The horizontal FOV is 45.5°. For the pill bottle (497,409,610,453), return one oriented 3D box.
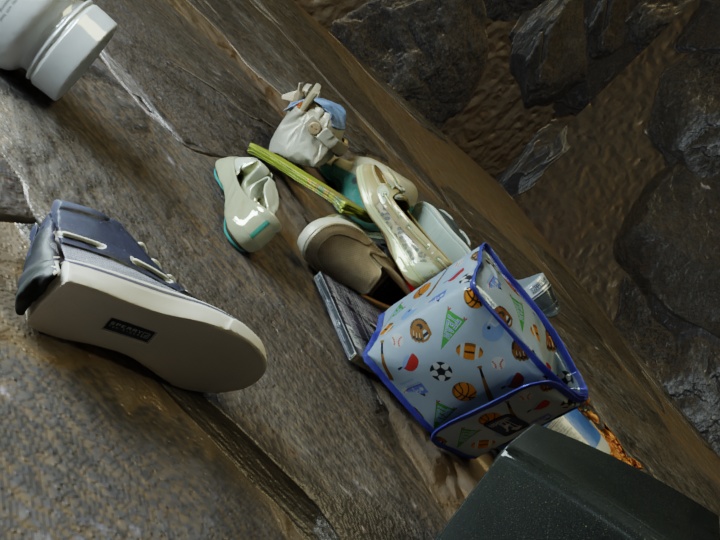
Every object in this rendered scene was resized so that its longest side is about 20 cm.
[{"bbox_3d":[0.247,0.225,1.102,0.200,0.112,0.112,47,15,3],"label":"pill bottle"}]

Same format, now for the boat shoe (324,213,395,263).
[{"bbox_3d":[0.015,-0.017,1.188,0.200,0.072,0.066,21,34,-47],"label":"boat shoe"}]

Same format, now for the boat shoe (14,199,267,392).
[{"bbox_3d":[-0.153,0.017,0.630,0.199,0.074,0.093,32,28,-41],"label":"boat shoe"}]

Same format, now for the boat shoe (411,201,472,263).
[{"bbox_3d":[0.150,-0.030,1.385,0.060,0.076,0.201,8,48,-50],"label":"boat shoe"}]

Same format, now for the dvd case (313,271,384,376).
[{"bbox_3d":[0.033,0.092,1.048,0.199,0.016,0.149,33,20,-39],"label":"dvd case"}]

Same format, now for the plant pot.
[{"bbox_3d":[0.165,0.243,0.720,0.177,0.200,0.200,39,13,19],"label":"plant pot"}]

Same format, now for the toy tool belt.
[{"bbox_3d":[-0.068,-0.238,1.351,0.124,0.124,0.200,18,17,2],"label":"toy tool belt"}]

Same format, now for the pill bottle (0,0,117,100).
[{"bbox_3d":[-0.330,-0.259,0.785,0.200,0.113,0.114,41,16,-17],"label":"pill bottle"}]

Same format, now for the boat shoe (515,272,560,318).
[{"bbox_3d":[0.236,0.052,1.260,0.068,0.073,0.199,54,-19,-1],"label":"boat shoe"}]

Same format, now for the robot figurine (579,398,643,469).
[{"bbox_3d":[0.389,0.271,1.460,0.201,0.058,0.145,55,17,27],"label":"robot figurine"}]

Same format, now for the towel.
[{"bbox_3d":[-0.070,-0.121,1.199,0.199,0.018,0.086,34,7,32],"label":"towel"}]

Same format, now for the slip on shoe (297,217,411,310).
[{"bbox_3d":[0.000,0.000,1.090,0.200,0.076,0.061,41,4,-47],"label":"slip on shoe"}]

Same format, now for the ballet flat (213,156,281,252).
[{"bbox_3d":[-0.126,-0.091,0.996,0.069,0.069,0.201,36,18,-32],"label":"ballet flat"}]

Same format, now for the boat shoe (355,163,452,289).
[{"bbox_3d":[0.058,-0.069,1.161,0.073,0.062,0.201,15,43,-63],"label":"boat shoe"}]

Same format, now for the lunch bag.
[{"bbox_3d":[0.130,0.106,0.948,0.200,0.169,0.124,49,30,-12],"label":"lunch bag"}]

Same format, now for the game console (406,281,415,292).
[{"bbox_3d":[0.147,0.086,1.215,0.200,0.119,0.173,37,-15,38],"label":"game console"}]

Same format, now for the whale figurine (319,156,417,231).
[{"bbox_3d":[0.001,-0.130,1.416,0.158,0.105,0.199,25,2,-45],"label":"whale figurine"}]
